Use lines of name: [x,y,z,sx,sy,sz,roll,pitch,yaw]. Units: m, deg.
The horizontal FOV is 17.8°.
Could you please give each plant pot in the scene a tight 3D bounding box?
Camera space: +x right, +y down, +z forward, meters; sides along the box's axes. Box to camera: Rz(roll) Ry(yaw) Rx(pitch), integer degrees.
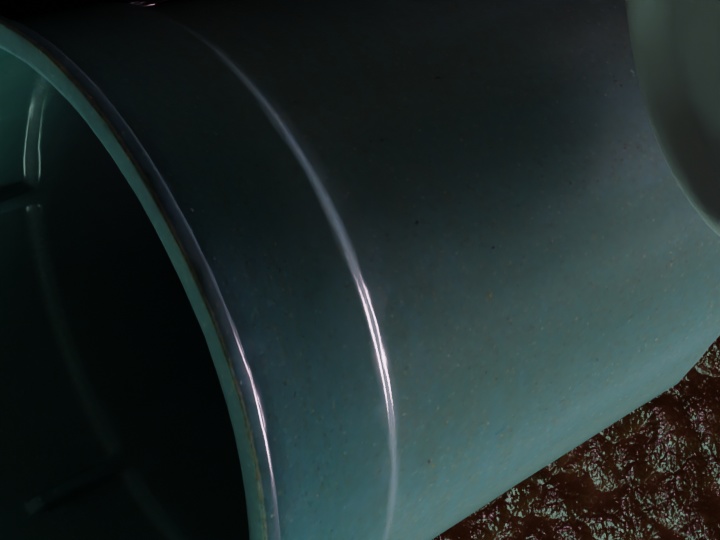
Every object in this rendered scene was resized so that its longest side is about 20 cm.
plant pot: [-0.009,-0.001,0.661,0.195,0.202,0.200,-22,-176,-33]

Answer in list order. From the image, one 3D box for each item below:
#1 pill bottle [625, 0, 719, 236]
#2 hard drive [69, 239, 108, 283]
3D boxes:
pill bottle: [0.177,-0.078,0.583,0.198,0.115,0.114,-13,179,-14]
hard drive: [-0.152,0.007,0.818,0.199,0.025,0.132,-29,-162,25]
